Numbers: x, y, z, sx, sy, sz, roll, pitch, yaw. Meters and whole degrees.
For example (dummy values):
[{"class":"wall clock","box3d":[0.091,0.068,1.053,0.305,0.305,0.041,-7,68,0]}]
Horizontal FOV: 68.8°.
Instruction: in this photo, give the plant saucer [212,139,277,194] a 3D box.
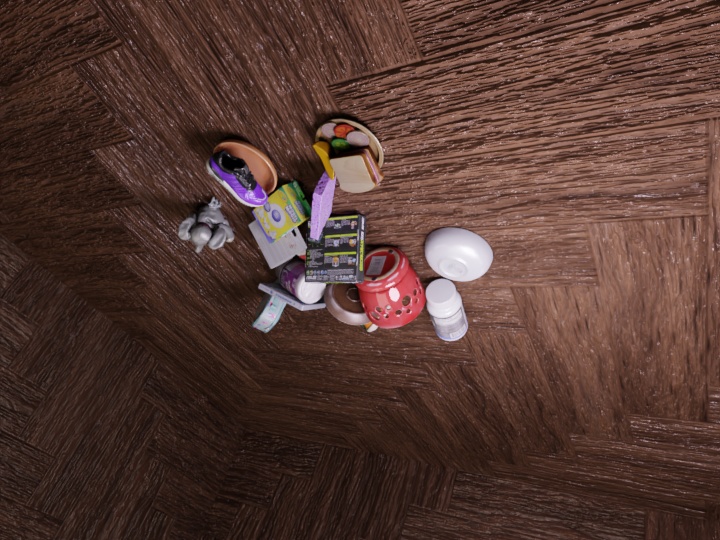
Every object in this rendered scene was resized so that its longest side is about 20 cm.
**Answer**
[{"class":"plant saucer","box3d":[-0.326,-0.299,1.511,0.197,0.038,0.201,16,148,11]}]

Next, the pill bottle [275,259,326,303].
[{"class":"pill bottle","box3d":[-0.210,0.028,1.790,0.199,0.113,0.113,28,162,50]}]

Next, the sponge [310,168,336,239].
[{"class":"sponge","box3d":[-0.104,-0.188,1.463,0.029,0.113,0.201,21,148,4]}]

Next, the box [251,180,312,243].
[{"class":"box","box3d":[-0.230,-0.173,1.561,0.199,0.048,0.119,-29,91,40]}]

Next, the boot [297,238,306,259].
[{"class":"boot","box3d":[-0.110,-0.047,1.713,0.198,0.073,0.144,-6,139,49]}]

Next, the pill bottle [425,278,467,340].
[{"class":"pill bottle","box3d":[0.273,0.125,1.676,0.112,0.115,0.201,5,143,26]}]

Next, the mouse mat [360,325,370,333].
[{"class":"mouse mat","box3d":[-0.029,0.131,1.822,0.007,0.162,0.200,-31,153,4]}]

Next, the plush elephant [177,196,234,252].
[{"class":"plush elephant","box3d":[-0.519,-0.131,1.760,0.163,0.156,0.201,25,148,-4]}]

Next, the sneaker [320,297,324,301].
[{"class":"sneaker","box3d":[-0.110,0.066,1.879,0.103,0.060,0.201,13,143,22]}]

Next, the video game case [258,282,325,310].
[{"class":"video game case","box3d":[-0.233,0.088,1.828,0.180,0.022,0.200,25,-173,18]}]

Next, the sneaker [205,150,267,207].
[{"class":"sneaker","box3d":[-0.333,-0.259,1.474,0.199,0.070,0.099,38,143,-23]}]

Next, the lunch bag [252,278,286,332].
[{"class":"lunch bag","box3d":[-0.328,0.131,1.977,0.076,0.202,0.160,31,145,-16]}]

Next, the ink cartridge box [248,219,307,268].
[{"class":"ink cartridge box","box3d":[-0.252,-0.113,1.665,0.198,0.057,0.164,-25,94,37]}]

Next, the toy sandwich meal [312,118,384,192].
[{"class":"toy sandwich meal","box3d":[-0.032,-0.284,1.318,0.202,0.071,0.206,16,147,11]}]

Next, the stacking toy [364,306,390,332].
[{"class":"stacking toy","box3d":[0.008,0.100,1.819,0.199,0.146,0.146,40,147,3]}]

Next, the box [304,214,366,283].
[{"class":"box","box3d":[-0.077,-0.060,1.565,0.197,0.197,0.047,-2,171,33]}]

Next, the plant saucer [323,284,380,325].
[{"class":"plant saucer","box3d":[-0.022,0.086,1.728,0.197,0.202,0.032,21,138,2]}]

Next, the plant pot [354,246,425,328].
[{"class":"plant pot","box3d":[0.084,0.044,1.603,0.197,0.202,0.184,3,137,28]}]

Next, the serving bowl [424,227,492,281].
[{"class":"serving bowl","box3d":[0.272,-0.031,1.497,0.197,0.066,0.201,16,147,10]}]
